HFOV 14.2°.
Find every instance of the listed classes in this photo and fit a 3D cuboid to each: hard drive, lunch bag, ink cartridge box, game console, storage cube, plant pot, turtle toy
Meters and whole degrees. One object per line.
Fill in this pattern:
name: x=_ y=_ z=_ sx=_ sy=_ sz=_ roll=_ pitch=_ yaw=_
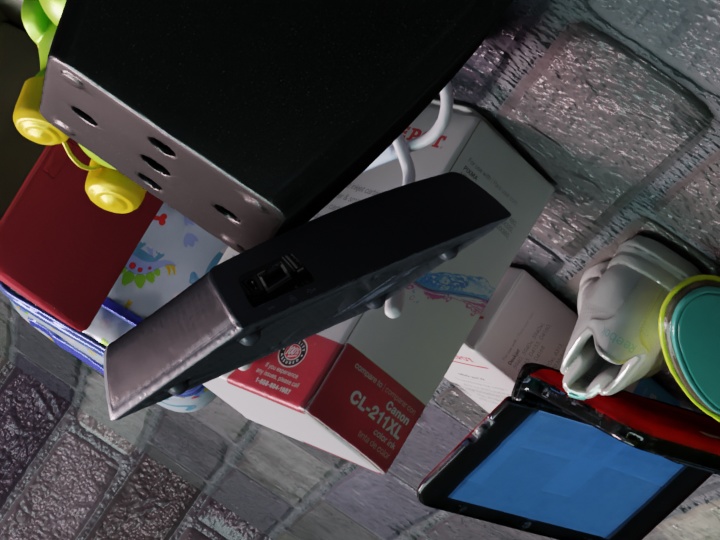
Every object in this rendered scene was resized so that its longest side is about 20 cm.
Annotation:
hard drive: x=-0.030 y=0.009 z=1.449 sx=0.135 sy=0.200 sz=0.042 roll=-35 pitch=81 yaw=46
lunch bag: x=-0.168 y=0.006 z=2.209 sx=0.200 sy=0.161 sz=0.082 roll=32 pitch=168 yaw=11
ink cartridge box: x=0.103 y=0.053 z=1.921 sx=0.200 sy=0.067 sz=0.116 roll=40 pitch=167 yaw=-26
game console: x=0.171 y=0.140 z=1.820 sx=0.200 sy=0.119 sz=0.172 roll=17 pitch=-173 yaw=-38
storage cube: x=-0.240 y=-0.090 z=1.973 sx=0.171 sy=0.200 sz=0.180 roll=27 pitch=172 yaw=25
ink cartridge box: x=0.000 y=0.000 z=1.683 sx=0.083 sy=0.200 sz=0.146 roll=40 pitch=167 yaw=-37
plant pot: x=-0.053 y=-0.122 z=1.414 sx=0.200 sy=0.177 sz=0.200 roll=35 pitch=167 yaw=-2
turtle toy: x=-0.136 y=-0.133 z=1.714 sx=0.101 sy=0.146 sz=0.200 roll=-2 pitch=148 yaw=34

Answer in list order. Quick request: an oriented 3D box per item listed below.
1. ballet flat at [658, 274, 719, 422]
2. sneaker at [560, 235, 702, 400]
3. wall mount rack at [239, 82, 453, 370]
ballet flat: x=0.226 y=0.061 z=1.667 sx=0.200 sy=0.067 sz=0.067 roll=40 pitch=-175 yaw=-32
sneaker: x=0.149 y=0.044 z=1.723 sx=0.075 sy=0.089 sz=0.200 roll=31 pitch=167 yaw=8
wall mount rack: x=-0.033 y=-0.048 z=1.619 sx=0.200 sy=0.075 sz=0.174 roll=-20 pitch=90 yaw=40
